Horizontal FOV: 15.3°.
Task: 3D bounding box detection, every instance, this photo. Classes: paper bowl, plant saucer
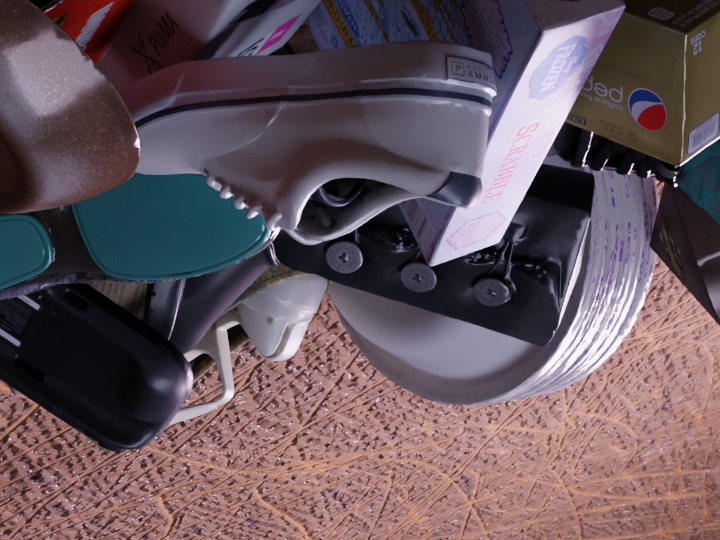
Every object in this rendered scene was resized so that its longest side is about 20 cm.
[{"bbox_3d":[0.053,-0.028,1.434,0.104,0.201,0.201,-5,151,-46],"label":"paper bowl"},{"bbox_3d":[-0.182,-0.078,1.057,0.037,0.200,0.201,-60,171,-21],"label":"plant saucer"}]

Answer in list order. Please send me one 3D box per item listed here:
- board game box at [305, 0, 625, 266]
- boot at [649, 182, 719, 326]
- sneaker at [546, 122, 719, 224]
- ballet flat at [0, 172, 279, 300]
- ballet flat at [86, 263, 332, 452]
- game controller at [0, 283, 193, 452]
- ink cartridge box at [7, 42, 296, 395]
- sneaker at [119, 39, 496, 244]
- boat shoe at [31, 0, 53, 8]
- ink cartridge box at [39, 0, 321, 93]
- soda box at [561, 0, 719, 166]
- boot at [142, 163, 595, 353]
[{"bbox_3d":[0.026,-0.135,1.140,0.041,0.201,0.200,-18,160,-21],"label":"board game box"},{"bbox_3d":[0.226,-0.079,1.350,0.199,0.187,0.064,-22,-160,7],"label":"boot"},{"bbox_3d":[0.143,-0.057,1.235,0.199,0.121,0.084,-23,160,-8],"label":"sneaker"},{"bbox_3d":[-0.129,-0.028,1.226,0.199,0.072,0.072,-10,163,13],"label":"ballet flat"},{"bbox_3d":[-0.071,0.032,1.413,0.200,0.071,0.071,-33,159,15],"label":"ballet flat"},{"bbox_3d":[-0.174,0.016,1.313,0.042,0.200,0.104,-59,-176,-41],"label":"game controller"},{"bbox_3d":[-0.115,-0.028,1.417,0.164,0.075,0.200,-20,158,-22],"label":"ink cartridge box"},{"bbox_3d":[-0.032,-0.048,1.096,0.199,0.071,0.073,-6,166,43],"label":"sneaker"},{"bbox_3d":[-0.081,-0.165,1.132,0.071,0.064,0.200,-6,152,-44],"label":"boat shoe"},{"bbox_3d":[-0.084,-0.100,1.135,0.173,0.044,0.200,-36,178,-22],"label":"ink cartridge box"},{"bbox_3d":[0.168,-0.121,1.144,0.200,0.068,0.064,-33,134,-38],"label":"soda box"},{"bbox_3d":[0.000,0.000,1.303,0.199,0.066,0.165,10,138,-9],"label":"boot"}]
